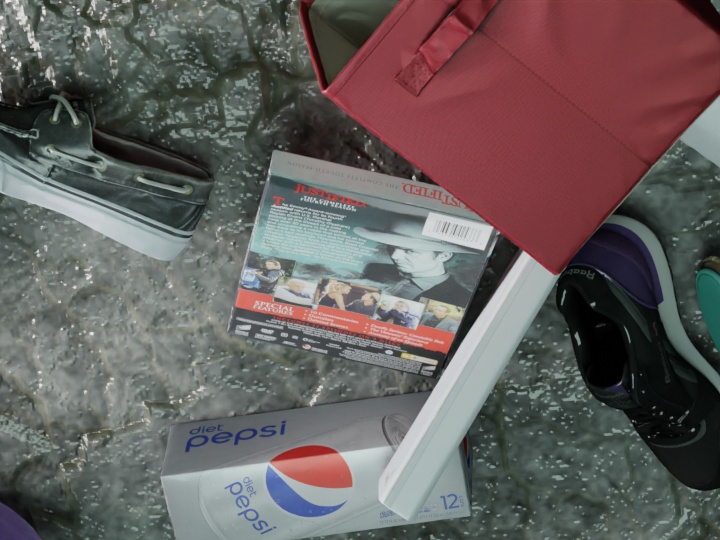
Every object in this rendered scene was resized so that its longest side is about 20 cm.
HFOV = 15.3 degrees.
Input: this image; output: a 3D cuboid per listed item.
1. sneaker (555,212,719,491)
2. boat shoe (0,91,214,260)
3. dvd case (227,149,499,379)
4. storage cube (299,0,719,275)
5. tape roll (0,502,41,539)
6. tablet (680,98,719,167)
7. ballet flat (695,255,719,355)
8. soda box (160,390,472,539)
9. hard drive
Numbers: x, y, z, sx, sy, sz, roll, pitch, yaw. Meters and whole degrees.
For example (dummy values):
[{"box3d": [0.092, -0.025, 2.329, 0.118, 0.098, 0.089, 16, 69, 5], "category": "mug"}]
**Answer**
[{"box3d": [0.173, 0.070, 1.705, 0.075, 0.088, 0.201, -12, 116, 37], "category": "sneaker"}, {"box3d": [-0.184, -0.078, 1.672, 0.199, 0.072, 0.071, 24, 108, -21], "category": "boat shoe"}, {"box3d": [0.000, 0.000, 1.668, 0.145, 0.022, 0.200, 12, 150, -3], "category": "dvd case"}, {"box3d": [0.090, -0.139, 1.547, 0.179, 0.200, 0.171, 37, 104, -17], "category": "storage cube"}, {"box3d": [-0.305, 0.221, 1.752, 0.199, 0.200, 0.085, 11, 117, -3], "category": "tape roll"}, {"box3d": [0.295, -0.089, 1.667, 0.199, 0.014, 0.130, 34, 114, -14], "category": "tablet"}, {"box3d": [0.271, 0.066, 1.731, 0.065, 0.070, 0.201, -27, 119, -14], "category": "ballet flat"}, {"box3d": [-0.027, 0.132, 1.767, 0.199, 0.068, 0.064, -8, 117, 7], "category": "soda box"}, {"box3d": [0.072, 0.056, 1.648, 0.027, 0.132, 0.201, 30, 91, 0], "category": "hard drive"}]
